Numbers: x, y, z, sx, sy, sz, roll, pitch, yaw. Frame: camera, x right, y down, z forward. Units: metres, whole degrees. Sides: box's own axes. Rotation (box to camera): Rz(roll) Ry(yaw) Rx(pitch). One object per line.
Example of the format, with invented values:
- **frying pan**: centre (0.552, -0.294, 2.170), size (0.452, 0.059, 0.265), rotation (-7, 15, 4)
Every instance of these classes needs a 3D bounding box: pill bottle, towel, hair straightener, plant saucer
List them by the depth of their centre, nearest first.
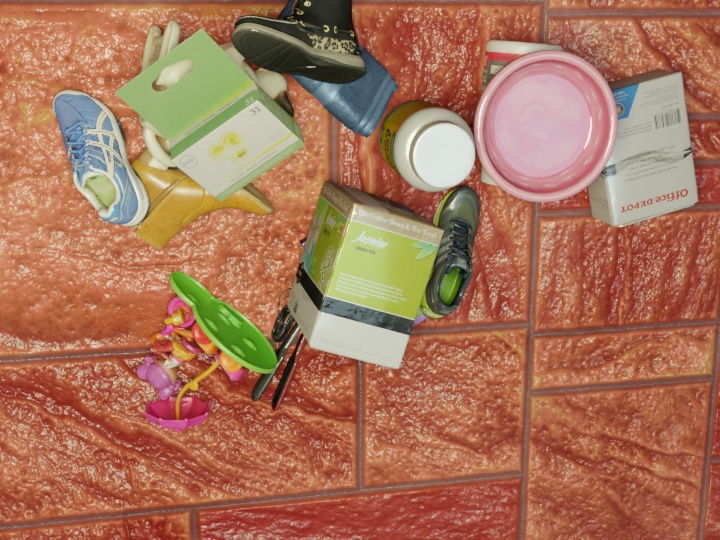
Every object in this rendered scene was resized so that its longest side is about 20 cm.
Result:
- **plant saucer**: centre (0.248, -0.196, 1.351), size (0.198, 0.051, 0.203), rotation (-1, 104, -6)
- **pill bottle**: centre (0.093, -0.169, 1.358), size (0.111, 0.200, 0.114), rotation (-2, 105, -8)
- **towel**: centre (-0.042, -0.280, 1.362), size (0.200, 0.048, 0.112), rotation (41, 57, -22)
- **pill bottle**: centre (0.224, -0.224, 1.424), size (0.109, 0.111, 0.202), rotation (2, 103, -13)
- **hair straightener**: centre (-0.116, 0.105, 1.467), size (0.076, 0.041, 0.201), rotation (24, 98, -17)

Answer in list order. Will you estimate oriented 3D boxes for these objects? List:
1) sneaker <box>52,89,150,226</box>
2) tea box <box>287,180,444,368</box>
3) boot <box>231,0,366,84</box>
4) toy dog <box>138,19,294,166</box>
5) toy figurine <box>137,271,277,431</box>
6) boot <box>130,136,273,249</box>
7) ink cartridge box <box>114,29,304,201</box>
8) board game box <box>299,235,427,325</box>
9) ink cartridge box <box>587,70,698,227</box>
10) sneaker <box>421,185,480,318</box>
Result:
- **sneaker**: centre (-0.348, -0.151, 1.308), size (0.075, 0.077, 0.201), rotation (-32, 87, 17)
- **tea box**: centre (0.000, 0.000, 1.355), size (0.132, 0.200, 0.199), rotation (16, 98, -17)
- **boot**: centre (-0.081, -0.333, 1.273), size (0.202, 0.073, 0.156), rotation (8, 72, -41)
- **toy dog**: centre (-0.182, -0.227, 1.313), size (0.198, 0.139, 0.196), rotation (9, 85, -25)
- **toy figurine**: centre (-0.250, 0.135, 1.412), size (0.200, 0.150, 0.184), rotation (43, 103, 4)
- **boot**: centre (-0.237, -0.087, 1.383), size (0.200, 0.071, 0.145), rotation (31, 101, -13)
- **ink cartridge box**: centre (-0.184, -0.187, 1.237), size (0.145, 0.048, 0.200), rotation (-31, 139, 18)
- **board game box**: centre (0.006, 0.014, 1.479), size (0.119, 0.032, 0.201), rotation (-28, 108, -2)
- **ink cartridge box**: centre (0.412, -0.184, 1.491), size (0.143, 0.084, 0.202), rotation (-15, 106, -8)
- **sneaker**: centre (0.142, -0.025, 1.464), size (0.073, 0.081, 0.202), rotation (11, 90, -17)
